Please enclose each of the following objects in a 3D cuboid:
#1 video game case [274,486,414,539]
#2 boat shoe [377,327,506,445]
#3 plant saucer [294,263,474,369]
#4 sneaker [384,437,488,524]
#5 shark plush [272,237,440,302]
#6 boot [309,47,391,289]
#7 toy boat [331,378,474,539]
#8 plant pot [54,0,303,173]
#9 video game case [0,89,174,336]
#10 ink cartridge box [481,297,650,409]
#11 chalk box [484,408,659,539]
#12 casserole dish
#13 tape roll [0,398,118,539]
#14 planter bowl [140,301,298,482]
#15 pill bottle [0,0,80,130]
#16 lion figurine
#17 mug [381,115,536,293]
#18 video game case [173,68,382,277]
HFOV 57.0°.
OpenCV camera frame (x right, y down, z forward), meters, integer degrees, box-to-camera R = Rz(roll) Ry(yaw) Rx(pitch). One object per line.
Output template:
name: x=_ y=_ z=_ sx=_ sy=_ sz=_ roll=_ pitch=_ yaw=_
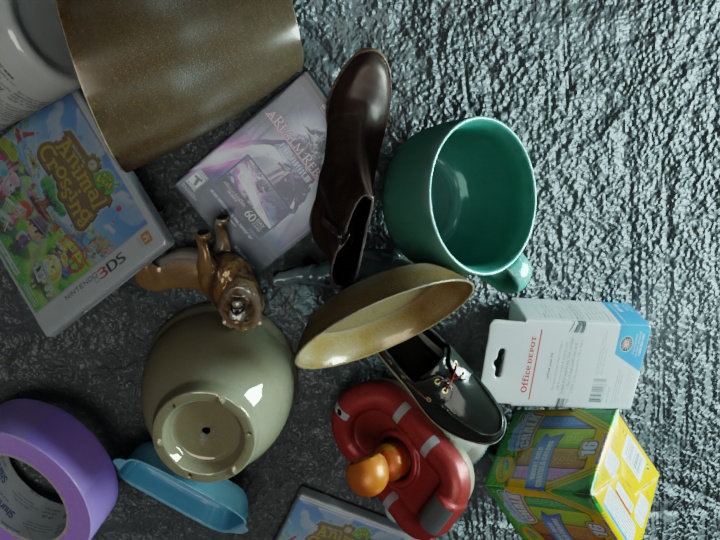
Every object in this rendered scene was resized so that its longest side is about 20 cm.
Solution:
video game case: x=-0.033 y=0.419 z=0.959 sx=0.195 sy=0.022 sz=0.186 roll=23 pitch=109 yaw=-11
boat shoe: x=0.089 y=0.124 z=0.774 sx=0.201 sy=0.063 sz=0.074 roll=43 pitch=75 yaw=15
plant saucer: x=0.020 y=0.042 z=0.671 sx=0.196 sy=0.200 sz=0.036 roll=-26 pitch=71 yaw=7
sneaker: x=0.090 y=0.251 z=0.877 sx=0.080 sy=0.076 sz=0.202 roll=41 pitch=111 yaw=7
shark plush: x=0.000 y=0.000 z=0.760 sx=0.193 sy=0.084 sz=0.093 roll=13 pitch=111 yaw=-8
boot: x=0.000 y=-0.103 z=0.653 sx=0.070 sy=0.167 sz=0.205 roll=11 pitch=114 yaw=-16
toy boat: x=0.032 y=0.228 z=0.792 sx=0.129 sy=0.200 sz=0.133 roll=-4 pitch=132 yaw=-50
plant pot: x=-0.159 y=-0.216 z=0.632 sx=0.194 sy=0.187 sz=0.192 roll=-18 pitch=113 yaw=-9
video game case: x=-0.319 y=-0.064 z=0.710 sx=0.180 sy=0.022 sz=0.203 roll=-33 pitch=88 yaw=12
ink cartridge box: x=0.240 y=0.101 z=0.819 sx=0.193 sy=0.067 sz=0.120 roll=3 pitch=113 yaw=-4
chalk box: x=0.244 y=0.262 z=0.832 sx=0.197 sy=0.125 sz=0.125 roll=-16 pitch=119 yaw=49
casserole dish: x=-0.227 y=0.281 z=0.865 sx=0.197 sy=0.039 sz=0.121 roll=35 pitch=141 yaw=-13
tape roll: x=-0.409 y=0.265 z=0.833 sx=0.193 sy=0.066 sz=0.206 roll=6 pitch=117 yaw=12
planter bowl: x=-0.174 y=0.160 z=0.790 sx=0.193 sy=0.136 sz=0.207 roll=-1 pitch=113 yaw=-3
pill bottle: x=-0.371 y=-0.196 z=0.644 sx=0.195 sy=0.115 sz=0.117 roll=-18 pitch=112 yaw=18
lion figurine: x=-0.202 y=-0.002 z=0.762 sx=0.194 sy=0.073 sz=0.126 roll=12 pitch=124 yaw=17
mug: x=0.098 y=-0.060 z=0.705 sx=0.148 sy=0.113 sz=0.192 roll=-12 pitch=99 yaw=-31
video game case: x=-0.092 y=-0.104 z=0.751 sx=0.198 sy=0.019 sz=0.144 roll=-36 pitch=109 yaw=12
